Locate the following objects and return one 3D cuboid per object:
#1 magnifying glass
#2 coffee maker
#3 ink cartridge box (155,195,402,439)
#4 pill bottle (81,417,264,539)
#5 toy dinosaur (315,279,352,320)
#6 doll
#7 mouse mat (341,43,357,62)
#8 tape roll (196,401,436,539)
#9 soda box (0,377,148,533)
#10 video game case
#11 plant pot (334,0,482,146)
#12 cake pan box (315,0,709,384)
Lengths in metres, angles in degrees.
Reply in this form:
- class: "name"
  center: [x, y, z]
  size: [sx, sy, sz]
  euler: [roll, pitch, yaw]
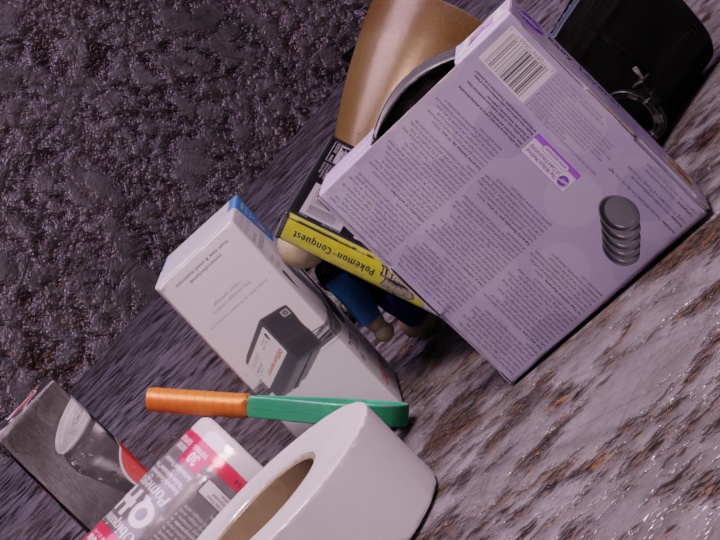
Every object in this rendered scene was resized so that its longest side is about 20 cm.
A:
- class: "magnifying glass"
  center: [-0.062, 0.102, 1.622]
  size: [0.199, 0.022, 0.080]
  euler: [1, 0, 12]
- class: "coffee maker"
  center: [0.200, -0.141, 1.713]
  size: [0.192, 0.135, 0.200]
  euler: [-6, 33, 38]
- class: "ink cartridge box"
  center: [-0.063, 0.048, 1.719]
  size: [0.084, 0.200, 0.145]
  euler: [-42, 8, 4]
- class: "pill bottle"
  center: [-0.146, 0.215, 1.616]
  size: [0.200, 0.111, 0.111]
  euler: [-46, 8, -8]
- class: "toy dinosaur"
  center: [-0.034, 0.043, 2.112]
  size: [0.200, 0.077, 0.102]
  euler: [-57, 2, -37]
- class: "doll"
  center: [0.000, 0.000, 1.748]
  size: [0.048, 0.137, 0.200]
  euler: [-28, -28, 21]
- class: "mouse mat"
  center: [0.095, -0.257, 2.574]
  size: [0.161, 0.199, 0.008]
  euler: [151, 126, -63]
- class: "tape roll"
  center: [-0.045, 0.182, 1.430]
  size: [0.202, 0.071, 0.202]
  euler: [-43, 9, 9]
- class: "soda box"
  center: [-0.206, 0.180, 1.766]
  size: [0.071, 0.200, 0.063]
  euler: [-46, 9, -9]
- class: "video game case"
  center: [0.035, -0.029, 1.702]
  size: [0.026, 0.180, 0.200]
  euler: [-64, 0, 23]
- class: "plant pot"
  center: [0.050, -0.176, 2.426]
  size: [0.200, 0.186, 0.186]
  euler: [-62, 14, -19]
- class: "cake pan box"
  center: [0.098, -0.053, 1.441]
  size: [0.184, 0.200, 0.052]
  euler: [-45, 10, 17]
